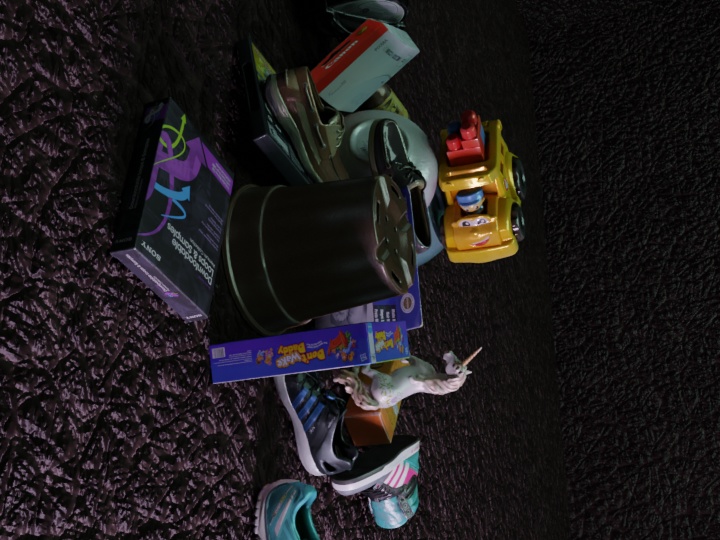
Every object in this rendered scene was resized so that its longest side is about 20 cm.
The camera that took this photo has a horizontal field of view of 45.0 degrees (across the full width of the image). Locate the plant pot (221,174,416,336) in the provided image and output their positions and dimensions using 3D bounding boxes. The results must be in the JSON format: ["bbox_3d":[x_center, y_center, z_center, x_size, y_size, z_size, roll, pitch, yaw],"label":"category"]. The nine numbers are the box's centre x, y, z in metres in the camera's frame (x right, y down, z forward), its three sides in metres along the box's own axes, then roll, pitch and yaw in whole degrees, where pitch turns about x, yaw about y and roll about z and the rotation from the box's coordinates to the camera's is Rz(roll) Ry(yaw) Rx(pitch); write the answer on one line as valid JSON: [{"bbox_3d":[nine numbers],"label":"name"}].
[{"bbox_3d":[-0.043,-0.030,1.112,0.200,0.195,0.204,-11,90,-69],"label":"plant pot"}]

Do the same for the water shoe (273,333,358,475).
[{"bbox_3d":[-0.055,0.173,1.151,0.072,0.078,0.203,-50,127,-63],"label":"water shoe"}]

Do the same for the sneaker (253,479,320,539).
[{"bbox_3d":[-0.079,0.348,1.013,0.077,0.079,0.203,19,64,-66],"label":"sneaker"}]

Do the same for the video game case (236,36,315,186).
[{"bbox_3d":[-0.104,-0.193,1.204,0.200,0.025,0.183,49,23,-53],"label":"video game case"}]

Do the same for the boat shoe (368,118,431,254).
[{"bbox_3d":[0.064,-0.121,1.235,0.073,0.064,0.203,-19,98,-46],"label":"boat shoe"}]

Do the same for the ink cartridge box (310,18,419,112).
[{"bbox_3d":[-0.001,-0.325,1.396,0.048,0.159,0.200,54,21,5],"label":"ink cartridge box"}]

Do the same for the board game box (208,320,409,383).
[{"bbox_3d":[-0.057,0.095,1.015,0.134,0.197,0.046,6,75,-67],"label":"board game box"}]

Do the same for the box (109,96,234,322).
[{"bbox_3d":[-0.199,-0.066,0.949,0.143,0.036,0.203,53,36,-50],"label":"box"}]

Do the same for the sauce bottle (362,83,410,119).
[{"bbox_3d":[0.032,-0.317,1.613,0.200,0.064,0.066,36,48,-59],"label":"sauce bottle"}]

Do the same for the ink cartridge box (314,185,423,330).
[{"bbox_3d":[0.000,0.000,1.219,0.040,0.199,0.203,6,72,-38],"label":"ink cartridge box"}]

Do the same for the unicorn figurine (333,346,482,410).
[{"bbox_3d":[0.070,0.155,1.307,0.137,0.199,0.074,44,-19,44],"label":"unicorn figurine"}]

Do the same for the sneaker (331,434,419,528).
[{"bbox_3d":[0.027,0.331,1.299,0.199,0.083,0.123,-12,100,-54],"label":"sneaker"}]

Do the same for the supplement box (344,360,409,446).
[{"bbox_3d":[0.031,0.184,1.385,0.201,0.066,0.069,-71,145,-50],"label":"supplement box"}]

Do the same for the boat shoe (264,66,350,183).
[{"bbox_3d":[-0.055,-0.185,1.170,0.201,0.071,0.076,57,17,-37],"label":"boat shoe"}]

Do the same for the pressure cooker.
[{"bbox_3d":[-0.006,-0.471,1.431,0.179,0.173,0.203,50,33,-82],"label":"pressure cooker"}]

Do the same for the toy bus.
[{"bbox_3d":[0.177,-0.142,1.351,0.193,0.134,0.202,61,30,-49],"label":"toy bus"}]

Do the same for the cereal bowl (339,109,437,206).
[{"bbox_3d":[0.027,-0.169,1.329,0.084,0.197,0.203,100,-6,-60],"label":"cereal bowl"}]

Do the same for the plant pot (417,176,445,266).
[{"bbox_3d":[0.056,-0.089,1.441,0.200,0.159,0.204,-10,90,-68],"label":"plant pot"}]
